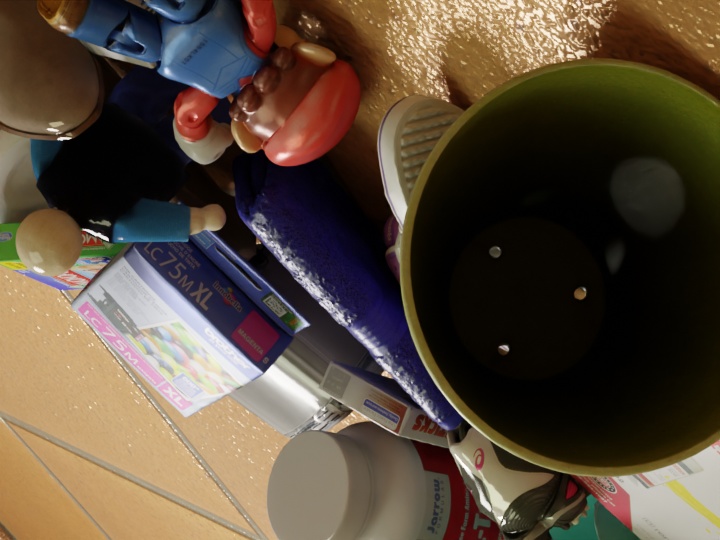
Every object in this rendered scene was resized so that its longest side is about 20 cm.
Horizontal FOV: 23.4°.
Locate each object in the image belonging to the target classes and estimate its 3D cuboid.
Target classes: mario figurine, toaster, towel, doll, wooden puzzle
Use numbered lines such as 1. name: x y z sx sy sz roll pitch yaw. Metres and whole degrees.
1. mario figurine: -0.084 -0.133 0.995 0.199 0.107 0.123 31 154 -33
2. toaster: -0.048 0.042 1.263 0.129 0.114 0.200 39 156 -4
3. towel: 0.000 0.000 1.122 0.200 0.049 0.148 46 -172 -18
4. doll: -0.134 -0.069 1.061 0.136 0.200 0.049 39 149 7
5. wooden puzzle: -0.153 -0.086 1.184 0.200 0.037 0.185 43 -173 -12

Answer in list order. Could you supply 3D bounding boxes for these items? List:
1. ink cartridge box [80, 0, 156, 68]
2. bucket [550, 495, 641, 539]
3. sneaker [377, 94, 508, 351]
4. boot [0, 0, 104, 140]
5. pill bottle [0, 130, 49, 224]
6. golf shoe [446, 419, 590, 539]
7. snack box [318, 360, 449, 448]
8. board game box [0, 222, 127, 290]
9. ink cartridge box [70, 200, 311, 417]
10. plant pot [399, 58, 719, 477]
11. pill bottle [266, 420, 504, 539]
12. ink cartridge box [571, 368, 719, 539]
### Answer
1. ink cartridge box: -0.165 -0.194 1.057 0.199 0.068 0.117 18 148 46
2. bucket: 0.162 0.234 1.156 0.134 0.209 0.207 31 159 -6
3. sneaker: 0.038 -0.029 1.033 0.114 0.073 0.201 23 153 45
4. boot: -0.226 -0.166 0.994 0.200 0.070 0.147 36 159 50
5. pill bottle: -0.285 -0.136 1.277 0.200 0.114 0.115 48 163 24
6. golf shoe: 0.103 0.114 1.128 0.088 0.077 0.200 44 -172 -2
7. snack box: 0.051 0.101 1.202 0.071 0.025 0.199 27 -178 32
8. board game box: -0.187 -0.013 1.313 0.133 0.030 0.200 -5 174 4
9. ink cartridge box: -0.118 0.030 1.160 0.119 0.042 0.200 44 151 -7
10. plant pot: 0.099 0.007 0.879 0.187 0.188 0.200 41 172 -1
11. pill bottle: 0.032 0.171 1.256 0.199 0.114 0.112 16 180 -43
12. ink cartridge box: 0.211 0.103 0.972 0.145 0.084 0.200 43 159 -2
